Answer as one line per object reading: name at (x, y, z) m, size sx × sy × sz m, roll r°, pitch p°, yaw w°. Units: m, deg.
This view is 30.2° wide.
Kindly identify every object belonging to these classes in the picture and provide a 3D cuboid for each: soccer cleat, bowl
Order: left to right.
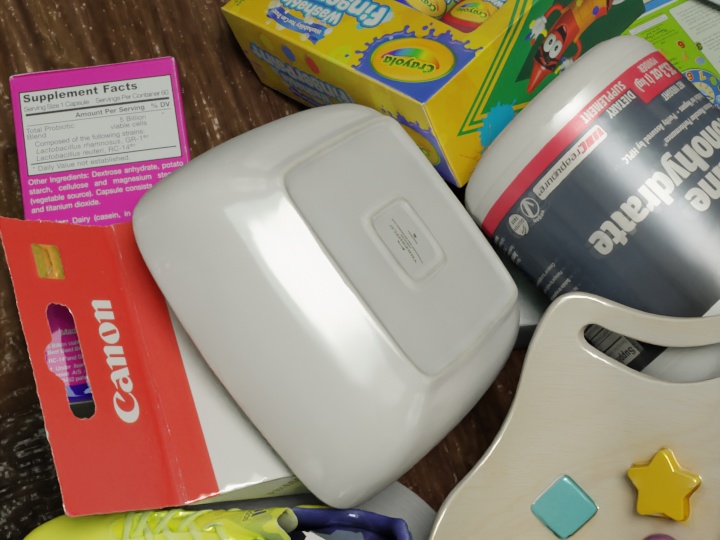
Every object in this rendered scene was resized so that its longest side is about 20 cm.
soccer cleat at (-0.069, 0.137, 0.661) m, size 0.200 × 0.084 × 0.065 m, roll 5°, pitch 51°, yaw -8°
bowl at (0.000, 0.000, 0.706) m, size 0.200 × 0.075 × 0.200 m, roll 54°, pitch 35°, yaw 1°

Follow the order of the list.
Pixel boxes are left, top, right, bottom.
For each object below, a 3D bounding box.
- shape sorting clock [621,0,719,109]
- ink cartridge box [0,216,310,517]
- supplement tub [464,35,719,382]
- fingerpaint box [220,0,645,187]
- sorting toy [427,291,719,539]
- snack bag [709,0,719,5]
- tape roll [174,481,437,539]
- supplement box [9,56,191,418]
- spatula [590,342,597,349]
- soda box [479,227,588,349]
shape sorting clock at (0.243, -0.130, 0.896) m, size 0.200 × 0.039 × 0.200 m, roll 4°, pitch 63°, yaw -8°
ink cartridge box at (-0.075, 0.038, 0.690) m, size 0.200 × 0.050 × 0.161 m, roll 6°, pitch 58°, yaw -48°
supplement tub at (0.169, -0.018, 0.739) m, size 0.140 × 0.140 × 0.200 m, roll -42°, pitch 81°, yaw -14°
fingerpaint box at (0.040, -0.161, 0.819) m, size 0.167 × 0.073 × 0.200 m, roll -43°, pitch 46°, yaw -14°
sorting toy at (0.143, 0.103, 0.658) m, size 0.200 × 0.107 × 0.180 m, roll 5°, pitch 90°, yaw 35°
snack bag at (0.288, -0.241, 0.927) m, size 0.188 × 0.021 × 0.200 m, roll 25°, pitch 62°, yaw 1°
tape roll at (-0.035, 0.199, 0.716) m, size 0.200 × 0.066 × 0.200 m, roll 6°, pitch 51°, yaw -7°
supplement box at (-0.144, -0.013, 0.798) m, size 0.103 × 0.101 × 0.200 m, roll -7°, pitch 74°, yaw -7°
spatula at (0.122, 0.137, 0.818) m, size 0.057 × 0.021 × 0.200 m, roll 36°, pitch 77°, yaw -20°
soda box at (0.170, 0.003, 0.840) m, size 0.200 × 0.063 × 0.068 m, roll -5°, pitch 74°, yaw -6°
